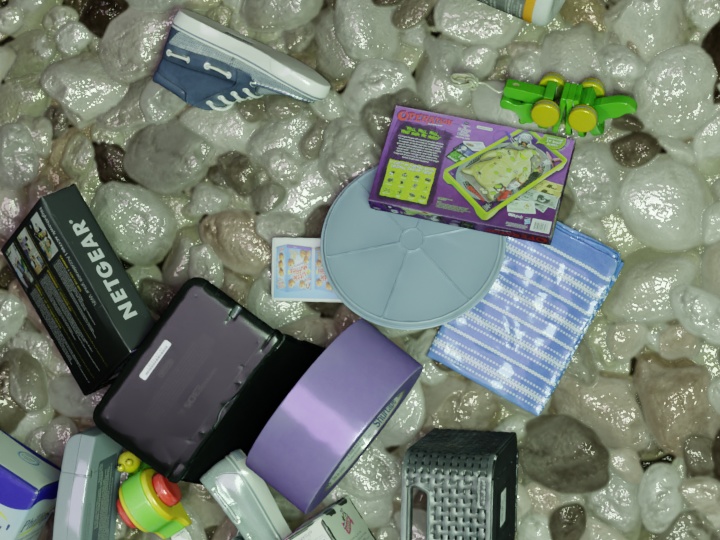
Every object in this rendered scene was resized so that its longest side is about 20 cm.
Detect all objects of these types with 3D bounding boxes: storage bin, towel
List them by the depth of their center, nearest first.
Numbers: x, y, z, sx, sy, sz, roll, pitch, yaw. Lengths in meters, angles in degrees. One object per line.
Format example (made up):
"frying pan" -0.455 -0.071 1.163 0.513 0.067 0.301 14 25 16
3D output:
"storage bin" 0.106 0.243 1.615 0.094 0.200 0.135 2 93 12
"towel" 0.178 0.040 1.683 0.145 0.024 0.200 29 98 11

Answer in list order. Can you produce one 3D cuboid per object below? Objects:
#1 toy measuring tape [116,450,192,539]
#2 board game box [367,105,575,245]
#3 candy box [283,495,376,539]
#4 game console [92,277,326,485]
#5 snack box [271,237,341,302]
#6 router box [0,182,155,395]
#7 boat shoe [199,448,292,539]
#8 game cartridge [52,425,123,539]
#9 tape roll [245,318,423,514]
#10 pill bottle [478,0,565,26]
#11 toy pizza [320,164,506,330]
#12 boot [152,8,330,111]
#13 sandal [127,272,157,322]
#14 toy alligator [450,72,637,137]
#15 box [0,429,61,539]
"toy measuring tape" -0.220 0.293 1.758 0.074 0.074 0.200 -33 85 12
"board game box" 0.119 -0.103 1.664 0.200 0.032 0.120 13 73 12
"candy box" 0.002 0.351 1.677 0.061 0.136 0.200 -33 84 11
"game console" -0.161 0.126 1.699 0.176 0.116 0.200 36 97 0
"snack box" 0.000 0.000 1.719 0.200 0.024 0.072 1 92 12
"router box" -0.313 0.024 1.735 0.200 0.051 0.149 59 143 5
"boat shoe" -0.115 0.293 1.710 0.071 0.070 0.201 -30 106 -11
"game cartridge" -0.307 0.274 1.745 0.041 0.133 0.200 7 93 12
"tape roll" -0.027 0.154 1.643 0.085 0.200 0.200 37 99 9
"pill bottle" 0.128 -0.345 1.631 0.200 0.116 0.116 26 98 11
"toy pizza" 0.057 -0.028 1.674 0.200 0.032 0.200 -3 68 6
"boot" -0.133 -0.209 1.724 0.200 0.073 0.090 28 105 18
"sandal" -0.211 0.080 1.753 0.054 0.080 0.200 -31 81 -9
"toy alligator" 0.193 -0.173 1.657 0.200 0.059 0.054 9 135 12
"box" -0.469 0.280 1.796 0.184 0.105 0.200 31 98 9
